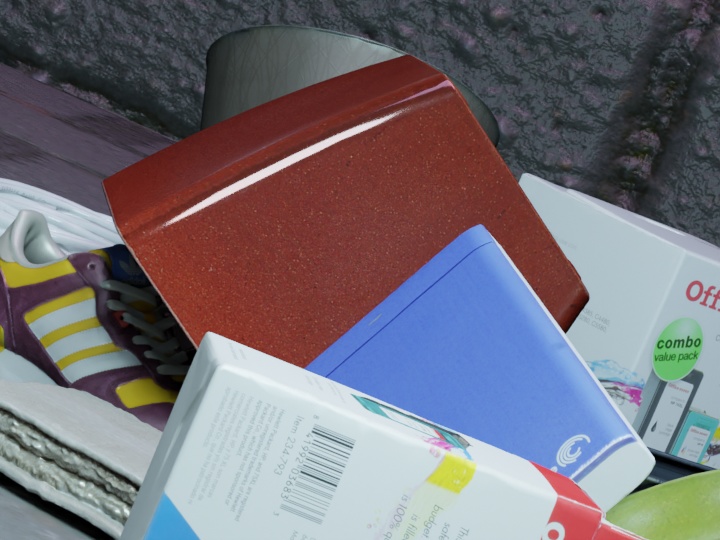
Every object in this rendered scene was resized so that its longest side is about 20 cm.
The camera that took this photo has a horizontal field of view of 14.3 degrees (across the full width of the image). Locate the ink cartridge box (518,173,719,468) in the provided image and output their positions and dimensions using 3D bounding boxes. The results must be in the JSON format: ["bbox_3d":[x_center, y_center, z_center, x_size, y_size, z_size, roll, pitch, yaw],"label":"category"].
[{"bbox_3d":[0.146,0.071,1.673,0.146,0.201,0.146,18,7,-42],"label":"ink cartridge box"}]

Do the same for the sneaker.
[{"bbox_3d":[-0.121,0.037,1.446,0.199,0.091,0.075,26,6,29],"label":"sneaker"}]

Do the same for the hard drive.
[{"bbox_3d":[0.038,0.070,1.245,0.025,0.132,0.200,46,6,-30],"label":"hard drive"}]

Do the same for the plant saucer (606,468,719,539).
[{"bbox_3d":[0.126,0.145,1.183,0.031,0.199,0.200,65,-9,-18],"label":"plant saucer"}]

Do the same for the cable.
[{"bbox_3d":[-0.185,-0.002,1.693,0.199,0.070,0.200,24,6,14],"label":"cable"}]

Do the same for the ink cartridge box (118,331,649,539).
[{"bbox_3d":[0.013,0.117,1.088,0.199,0.117,0.067,23,5,-10],"label":"ink cartridge box"}]

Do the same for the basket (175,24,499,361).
[{"bbox_3d":[-0.027,-0.016,1.642,0.179,0.201,0.136,16,-27,-2],"label":"basket"}]

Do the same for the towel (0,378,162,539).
[{"bbox_3d":[-0.087,0.101,1.274,0.199,0.035,0.132,27,4,24],"label":"towel"}]

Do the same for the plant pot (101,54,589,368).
[{"bbox_3d":[0.000,0.000,1.446,0.201,0.176,0.200,57,-1,-11],"label":"plant pot"}]

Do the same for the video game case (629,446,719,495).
[{"bbox_3d":[0.101,0.103,1.340,0.142,0.019,0.199,-11,-21,42],"label":"video game case"}]
